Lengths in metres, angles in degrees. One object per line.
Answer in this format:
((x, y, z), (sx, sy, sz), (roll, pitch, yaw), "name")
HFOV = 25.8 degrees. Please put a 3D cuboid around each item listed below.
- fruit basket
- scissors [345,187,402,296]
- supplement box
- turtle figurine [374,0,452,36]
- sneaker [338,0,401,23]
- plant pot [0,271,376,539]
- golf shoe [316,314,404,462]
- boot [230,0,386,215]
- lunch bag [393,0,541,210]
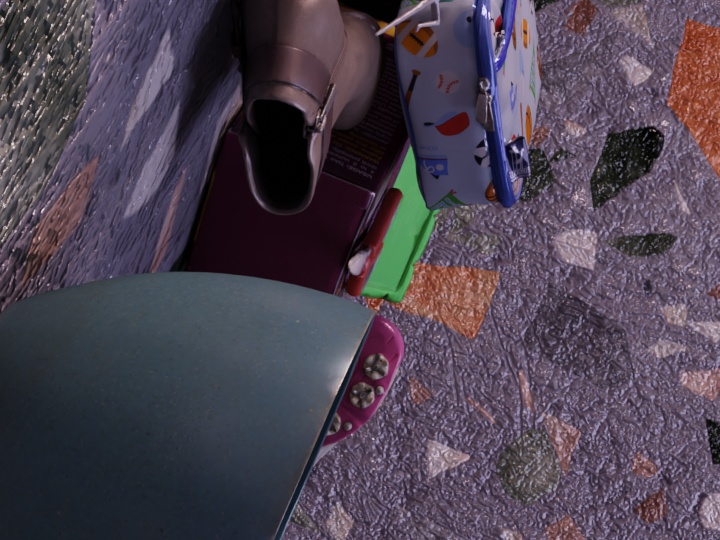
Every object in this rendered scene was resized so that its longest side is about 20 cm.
((-0.014, -0.090, 1.313), (0.215, 0.155, 0.218), (-16, -111, 47), "fruit basket")
((0.000, 0.000, 0.970), (0.200, 0.014, 0.074), (-64, 178, -71), "scissors")
((-0.028, -0.073, 1.058), (0.201, 0.102, 0.132), (-65, 178, -53), "supplement box")
((0.066, -0.224, 0.844), (0.200, 0.101, 0.150), (-50, -171, -24), "turtle figurine")
((0.017, -0.215, 1.136), (0.200, 0.075, 0.088), (110, -2, -58), "sneaker")
((-0.093, 0.081, 0.618), (0.200, 0.134, 0.202), (24, 90, -88), "plant pot")
((-0.048, 0.103, 1.074), (0.200, 0.075, 0.092), (-44, 178, 7), "golf shoe")
((-0.032, -0.094, 0.862), (0.201, 0.070, 0.147), (74, 20, -55), "boot")
((0.071, -0.143, 0.996), (0.201, 0.075, 0.161), (-78, 162, -49), "lunch bag")
